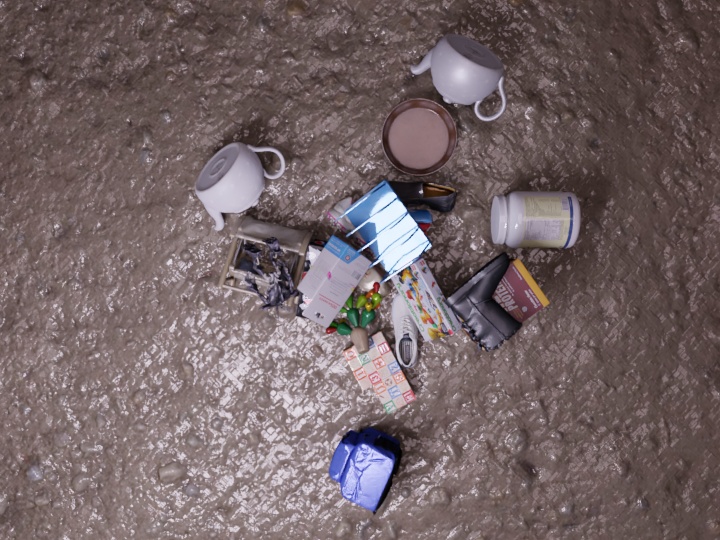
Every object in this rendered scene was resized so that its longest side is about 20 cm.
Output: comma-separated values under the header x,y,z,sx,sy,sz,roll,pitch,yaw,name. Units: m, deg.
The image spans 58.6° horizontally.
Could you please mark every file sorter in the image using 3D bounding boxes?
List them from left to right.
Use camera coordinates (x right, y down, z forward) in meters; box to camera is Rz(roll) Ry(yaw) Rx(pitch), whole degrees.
x,y,z,sx,sy,sz,roll,pitch,yaw,name
0.053,-0.091,1.557,0.138,0.123,0.201,-34,94,24,file sorter

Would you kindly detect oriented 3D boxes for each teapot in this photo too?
x,y,z,sx,sy,sz,roll,pitch,yaw,name
-0.314,-0.223,1.650,0.146,0.199,0.198,41,56,-35,teapot
0.258,-0.488,1.624,0.196,0.201,0.147,5,133,-28,teapot

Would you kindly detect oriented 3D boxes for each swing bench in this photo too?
x,y,z,sx,sy,sz,roll,pitch,yaw,name
-0.240,-0.028,1.659,0.197,0.130,0.202,13,92,3,swing bench

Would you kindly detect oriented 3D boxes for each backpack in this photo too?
x,y,z,sx,sy,sz,roll,pitch,yaw,name
0.019,0.481,1.630,0.167,0.200,0.163,29,96,10,backpack

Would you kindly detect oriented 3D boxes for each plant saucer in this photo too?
x,y,z,sx,sy,sz,roll,pitch,yaw,name
0.154,-0.349,1.691,0.199,0.034,0.202,0,92,2,plant saucer

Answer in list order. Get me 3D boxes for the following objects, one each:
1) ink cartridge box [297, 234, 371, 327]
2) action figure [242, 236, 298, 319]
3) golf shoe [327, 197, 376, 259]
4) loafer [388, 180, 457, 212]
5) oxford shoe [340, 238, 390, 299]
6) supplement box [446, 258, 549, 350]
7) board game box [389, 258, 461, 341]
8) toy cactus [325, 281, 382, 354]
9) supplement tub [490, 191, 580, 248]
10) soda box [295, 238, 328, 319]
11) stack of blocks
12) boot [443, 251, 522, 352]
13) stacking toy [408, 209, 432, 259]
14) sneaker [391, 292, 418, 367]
x,y,z,sx,sy,sz,roll,pitch,yaw,name
-0.074,0.028,1.582,0.068,0.115,0.201,34,90,40,ink cartridge box
-0.217,0.015,1.547,0.118,0.102,0.201,-23,126,-21,action figure
0.008,-0.109,1.682,0.200,0.075,0.092,42,77,-7,golf shoe
0.153,-0.207,1.665,0.198,0.072,0.073,7,63,-3,loafer
0.000,0.000,1.681,0.200,0.074,0.071,44,91,0,oxford shoe
0.334,0.078,1.611,0.197,0.200,0.133,-36,90,2,supplement box
0.162,0.077,1.622,0.034,0.126,0.201,-29,91,-31,board game box
-0.014,0.129,1.644,0.199,0.102,0.166,-28,65,22,toy cactus
0.442,-0.129,1.632,0.198,0.145,0.146,0,91,2,supplement tub
-0.117,0.024,1.663,0.063,0.071,0.201,12,106,2,soda box
0.050,0.272,1.692,0.115,0.059,0.201,-29,90,2,stack of blocks
0.307,0.077,1.475,0.198,0.073,0.163,-42,86,9,boot
0.128,-0.056,1.675,0.109,0.116,0.202,0,105,0,stacking toy
0.123,0.157,1.682,0.072,0.071,0.202,-8,90,2,sneaker
